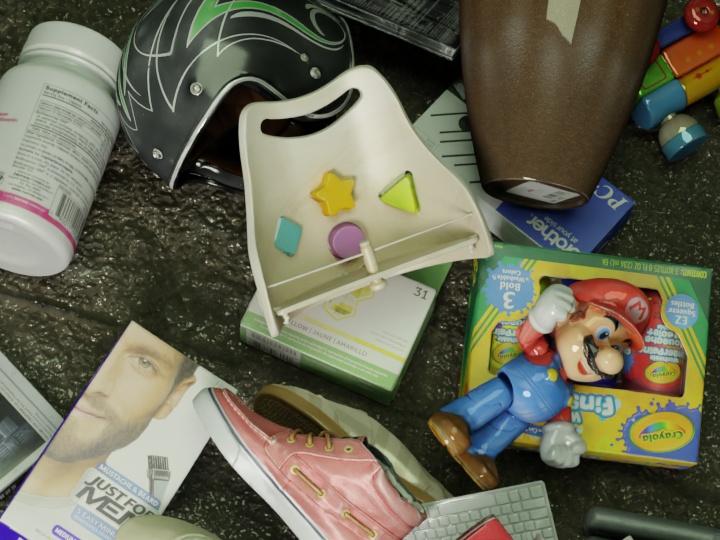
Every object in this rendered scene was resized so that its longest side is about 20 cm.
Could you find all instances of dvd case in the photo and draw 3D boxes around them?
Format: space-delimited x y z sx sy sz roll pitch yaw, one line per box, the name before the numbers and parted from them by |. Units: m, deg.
dvd case | -0.359 0.147 1.559 0.200 0.025 0.150 -40 74 -21
dvd case | 0.011 -0.254 1.738 0.199 0.016 0.149 24 26 6

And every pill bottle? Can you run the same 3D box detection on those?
pill bottle | -0.274 -0.107 1.638 0.113 0.114 0.201 15 64 3

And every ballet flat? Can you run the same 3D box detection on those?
ballet flat | -0.099 0.249 1.476 0.199 0.069 0.070 33 64 -11

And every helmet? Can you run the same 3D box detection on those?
helmet | -0.116 -0.163 1.636 0.189 0.200 0.201 9 63 -17

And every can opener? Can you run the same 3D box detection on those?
can opener | 0.281 0.230 1.554 0.198 0.067 0.053 9 65 5

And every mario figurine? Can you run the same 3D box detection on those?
mario figurine | 0.154 0.088 1.492 0.200 0.123 0.106 -43 73 -2

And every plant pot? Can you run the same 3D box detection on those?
plant pot | 0.164 -0.161 1.626 0.185 0.187 0.202 8 78 -1

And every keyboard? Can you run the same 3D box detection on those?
keyboard | 0.057 0.213 1.519 0.199 0.011 0.057 -12 107 11

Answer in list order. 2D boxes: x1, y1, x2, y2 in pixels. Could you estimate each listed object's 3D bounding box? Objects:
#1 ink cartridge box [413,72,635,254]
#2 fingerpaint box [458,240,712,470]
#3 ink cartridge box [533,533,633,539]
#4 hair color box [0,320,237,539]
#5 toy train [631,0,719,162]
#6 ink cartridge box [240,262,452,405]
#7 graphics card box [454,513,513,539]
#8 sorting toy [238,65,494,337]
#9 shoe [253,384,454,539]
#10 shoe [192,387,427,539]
ink cartridge box | 0.138 -0.082 1.698 0.200 0.044 0.094 39 69 13
fingerpaint box | 0.187 0.072 1.591 0.198 0.073 0.168 8 80 -1
ink cartridge box | 0.211 0.288 1.486 0.067 0.117 0.200 -30 71 -19
hair color box | -0.198 0.155 1.536 0.109 0.065 0.201 33 64 -4
toy train | 0.329 -0.191 1.750 0.199 0.085 0.116 -29 80 -17
ink cartridge box | 0.000 0.000 1.647 0.145 0.048 0.201 23 67 7
graphics card box | 0.052 0.264 1.439 0.125 0.200 0.051 -36 77 -20
sorting toy | -0.018 -0.067 1.553 0.199 0.107 0.181 -20 99 -13
shoe | -0.002 0.158 1.567 0.200 0.070 0.053 37 38 9
shoe | -0.039 0.150 1.501 0.091 0.071 0.200 -42 83 5
